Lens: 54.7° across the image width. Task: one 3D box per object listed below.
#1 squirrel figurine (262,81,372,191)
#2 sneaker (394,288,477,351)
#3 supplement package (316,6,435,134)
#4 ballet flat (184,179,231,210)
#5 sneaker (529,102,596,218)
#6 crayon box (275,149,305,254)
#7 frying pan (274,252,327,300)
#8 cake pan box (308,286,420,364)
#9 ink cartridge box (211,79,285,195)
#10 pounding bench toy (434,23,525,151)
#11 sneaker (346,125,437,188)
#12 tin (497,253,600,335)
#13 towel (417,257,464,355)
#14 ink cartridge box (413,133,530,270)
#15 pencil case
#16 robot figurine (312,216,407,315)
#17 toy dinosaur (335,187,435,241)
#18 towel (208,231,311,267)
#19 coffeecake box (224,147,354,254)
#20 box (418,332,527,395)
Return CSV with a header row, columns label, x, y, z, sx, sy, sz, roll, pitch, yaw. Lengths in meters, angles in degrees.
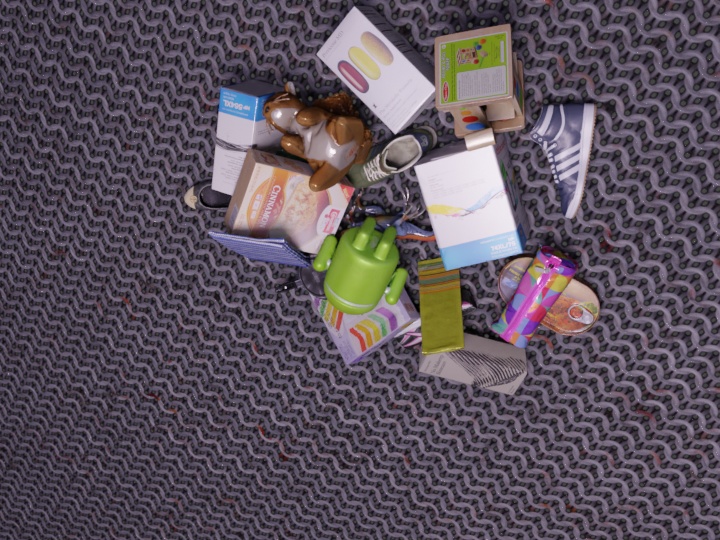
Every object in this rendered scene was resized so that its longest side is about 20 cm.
label,x,y,z,sx,sy,sz,roll,pitch,yaw
squirrel figurine,-0.081,-0.262,1.279,0.186,0.200,0.142,34,121,20
sneaker,0.153,0.105,1.413,0.200,0.080,0.086,-23,113,33
supplement package,0.040,-0.361,1.247,0.200,0.110,0.114,44,116,-1
ballet flat,-0.286,-0.157,1.464,0.199,0.057,0.067,-1,109,19
sneaker,0.345,-0.196,1.226,0.108,0.070,0.201,8,105,11
crayon box,-0.133,-0.128,1.392,0.125,0.052,0.201,9,117,-23
frying pan,-0.113,0.006,1.428,0.189,0.031,0.115,5,112,29
cake pan box,0.001,0.061,1.417,0.184,0.052,0.200,-36,71,25
ink cartridge box,-0.213,-0.255,1.352,0.084,0.146,0.201,18,114,12
pounding bench toy,0.206,-0.274,1.169,0.124,0.156,0.201,-4,78,21
sneaker,0.047,-0.209,1.312,0.200,0.090,0.067,-26,101,25
tin,0.360,0.044,1.330,0.200,0.042,0.112,30,120,7
towel,0.153,0.064,1.341,0.086,0.201,0.018,-14,147,23
ink cartridge box,0.205,-0.129,1.257,0.146,0.147,0.201,-13,105,23
pencil case,0.319,0.048,1.281,0.088,0.088,0.200,28,116,7
robot figurine,0.000,0.000,1.304,0.175,0.116,0.200,23,125,-1
toy dinosaur,0.066,-0.091,1.361,0.181,0.105,0.200,29,133,-5
towel,-0.182,-0.042,1.306,0.144,0.200,0.024,8,81,12
coffeecake box,-0.135,-0.125,1.313,0.199,0.073,0.154,11,117,-28
box,0.221,0.176,1.372,0.199,0.069,0.082,14,132,-4
